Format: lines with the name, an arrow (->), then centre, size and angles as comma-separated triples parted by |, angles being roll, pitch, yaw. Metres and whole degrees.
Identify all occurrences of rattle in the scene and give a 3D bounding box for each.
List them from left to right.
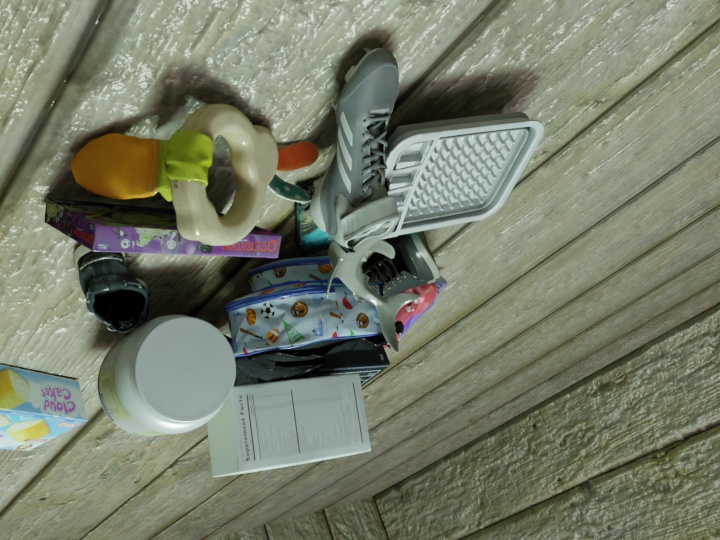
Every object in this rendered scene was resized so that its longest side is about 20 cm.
rattle -> -0.147, -0.094, 0.708 | 0.141, 0.132, 0.200 | -14, -166, 27

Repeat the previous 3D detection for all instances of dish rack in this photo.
dish rack -> 0.097, -0.114, 0.835 | 0.198, 0.044, 0.172 | -11, 147, -23

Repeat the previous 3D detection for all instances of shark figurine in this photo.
shark figurine -> -0.009, 0.008, 0.843 | 0.127, 0.090, 0.216 | 11, 146, 19

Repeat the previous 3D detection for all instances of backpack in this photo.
backpack -> -0.077, 0.059, 0.950 | 0.189, 0.156, 0.199 | -11, 171, -45

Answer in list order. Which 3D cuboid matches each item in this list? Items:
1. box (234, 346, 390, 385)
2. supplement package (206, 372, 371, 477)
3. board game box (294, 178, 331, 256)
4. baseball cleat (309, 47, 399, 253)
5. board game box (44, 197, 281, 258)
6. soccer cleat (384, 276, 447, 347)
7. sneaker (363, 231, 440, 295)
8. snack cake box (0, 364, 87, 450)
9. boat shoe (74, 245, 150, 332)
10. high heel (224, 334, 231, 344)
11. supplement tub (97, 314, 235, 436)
box -> -0.095, 0.151, 1.194 | 0.199, 0.124, 0.198 | 4, 146, -44
supplement package -> -0.102, 0.213, 1.015 | 0.198, 0.115, 0.109 | 0, 164, -31
board game box -> 0.015, -0.085, 0.906 | 0.198, 0.028, 0.136 | -18, 157, -12
baseball cleat -> 0.012, -0.107, 0.709 | 0.069, 0.107, 0.201 | -18, 142, -37
board game box -> -0.192, -0.041, 0.722 | 0.198, 0.033, 0.119 | 2, -171, -43
soccer cleat -> 0.080, 0.073, 1.267 | 0.076, 0.067, 0.201 | -13, 153, -32
sneaker -> 0.053, -0.001, 1.043 | 0.105, 0.076, 0.200 | -22, 165, 0
snack cake box -> -0.489, 0.188, 0.993 | 0.114, 0.068, 0.200 | -28, 156, 12
boat shoe -> -0.282, 0.038, 0.854 | 0.074, 0.067, 0.200 | -16, 156, -18
high heel -> -0.280, 0.148, 1.080 | 0.142, 0.072, 0.199 | -8, 163, -44
supplement tub -> -0.250, 0.137, 0.937 | 0.144, 0.147, 0.199 | -7, 171, -31
